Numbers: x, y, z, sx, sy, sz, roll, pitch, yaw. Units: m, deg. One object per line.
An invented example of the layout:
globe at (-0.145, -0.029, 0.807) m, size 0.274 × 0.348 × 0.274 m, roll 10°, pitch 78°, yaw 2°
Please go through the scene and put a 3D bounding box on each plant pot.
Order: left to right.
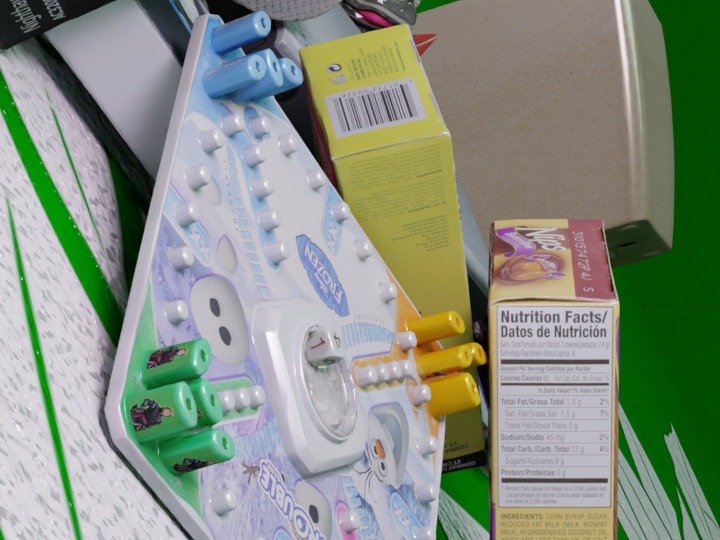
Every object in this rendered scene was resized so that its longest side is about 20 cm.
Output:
plant pot at (0.127, -0.088, 1.593) m, size 0.200 × 0.199 × 0.178 m, roll 32°, pitch 44°, yaw -72°

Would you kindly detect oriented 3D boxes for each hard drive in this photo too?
hard drive at (-0.008, -0.077, 1.042) m, size 0.200 × 0.033 × 0.140 m, roll 49°, pitch 16°, yaw -41°

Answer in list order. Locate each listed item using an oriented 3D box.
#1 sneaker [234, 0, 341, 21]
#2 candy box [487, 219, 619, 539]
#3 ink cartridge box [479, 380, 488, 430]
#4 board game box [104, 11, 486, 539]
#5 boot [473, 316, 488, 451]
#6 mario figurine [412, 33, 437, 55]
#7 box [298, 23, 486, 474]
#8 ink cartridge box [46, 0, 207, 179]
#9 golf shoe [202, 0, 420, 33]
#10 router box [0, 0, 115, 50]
sneaker at (-0.091, -0.176, 0.916) m, size 0.200 × 0.070 × 0.080 m, roll 36°, pitch 14°, yaw -25°
candy box at (0.082, 0.089, 0.969) m, size 0.117 × 0.056 × 0.201 m, roll -78°, pitch 168°, yaw -73°
ink cartridge box at (0.000, 0.000, 1.081) m, size 0.200 × 0.039 × 0.100 m, roll 54°, pitch 12°, yaw -36°
board game box at (-0.012, 0.039, 0.784) m, size 0.200 × 0.026 × 0.201 m, roll 56°, pitch 28°, yaw -37°
boot at (0.081, 0.043, 1.296) m, size 0.174 × 0.069 × 0.201 m, roll 52°, pitch 16°, yaw -51°
mario figurine at (-0.020, -0.173, 1.230) m, size 0.200 × 0.106 × 0.124 m, roll 53°, pitch 42°, yaw -13°
box at (0.016, -0.001, 0.943) m, size 0.200 × 0.050 × 0.075 m, roll 82°, pitch -7°, yaw -46°
ink cartridge box at (-0.064, -0.062, 0.867) m, size 0.200 × 0.039 × 0.100 m, roll 57°, pitch 10°, yaw -35°
golf shoe at (-0.064, -0.167, 1.123) m, size 0.200 × 0.088 × 0.077 m, roll 40°, pitch 33°, yaw -4°
router box at (-0.065, -0.150, 0.671) m, size 0.200 × 0.157 × 0.052 m, roll 77°, pitch -11°, yaw -76°
